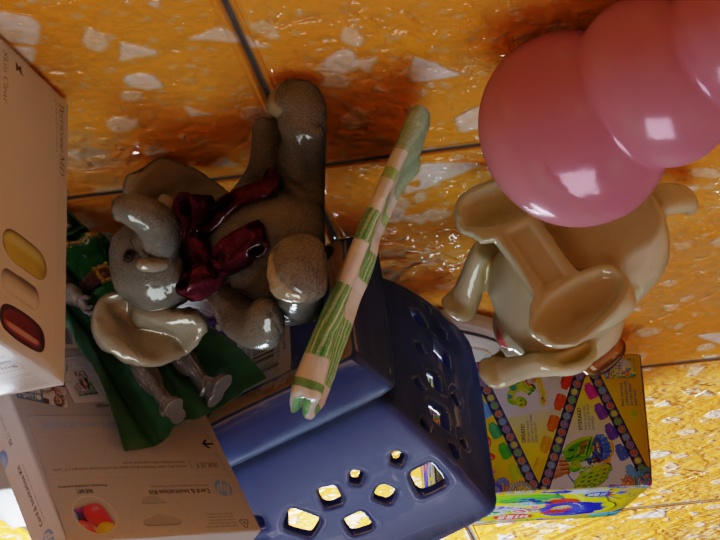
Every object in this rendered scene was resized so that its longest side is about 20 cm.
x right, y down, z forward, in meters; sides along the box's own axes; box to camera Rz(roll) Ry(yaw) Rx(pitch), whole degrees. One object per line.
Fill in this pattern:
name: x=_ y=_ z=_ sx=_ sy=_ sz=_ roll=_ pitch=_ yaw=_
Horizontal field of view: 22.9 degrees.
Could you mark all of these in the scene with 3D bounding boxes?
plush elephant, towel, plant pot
plush elephant: x=-0.101 y=-0.018 z=1.179 sx=0.155 sy=0.165 sz=0.200 roll=0 pitch=154 yaw=-2
towel: x=0.000 y=0.000 z=1.179 sx=0.023 sy=0.200 sz=0.153 roll=23 pitch=170 yaw=2
plant pot: x=-0.027 y=0.105 z=1.376 sx=0.200 sy=0.200 sz=0.180 roll=-26 pitch=127 yaw=15

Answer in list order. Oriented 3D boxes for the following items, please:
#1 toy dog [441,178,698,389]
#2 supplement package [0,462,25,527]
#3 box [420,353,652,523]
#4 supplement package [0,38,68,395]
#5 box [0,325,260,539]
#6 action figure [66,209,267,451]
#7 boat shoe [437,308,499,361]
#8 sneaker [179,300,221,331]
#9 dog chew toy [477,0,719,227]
toy dog: x=0.153 y=0.006 z=1.346 sx=0.194 sy=0.140 sz=0.200 roll=-37 pitch=161 yaw=-17
supplement package: x=-0.242 y=0.150 z=1.599 sx=0.200 sy=0.121 sz=0.120 roll=-8 pitch=156 yaw=9
box: x=0.155 y=0.160 z=1.654 sx=0.193 sy=0.122 sz=0.200 roll=-2 pitch=165 yaw=-1
supplement package: x=-0.272 y=-0.026 z=1.091 sx=0.156 sy=0.200 sz=0.111 roll=-11 pitch=156 yaw=15
box: x=-0.176 y=0.116 z=1.236 sx=0.156 sy=0.200 sz=0.041 roll=3 pitch=133 yaw=-40
action figure: x=-0.170 y=0.026 z=1.263 sx=0.118 sy=0.200 sz=0.055 roll=-24 pitch=148 yaw=-33
boat shoe: x=0.027 y=0.076 z=1.535 sx=0.200 sy=0.067 sz=0.074 roll=1 pitch=156 yaw=-10
sneaker: x=-0.129 y=0.000 z=1.335 sx=0.200 sy=0.081 sz=0.088 roll=-14 pitch=147 yaw=25
dog chew toy: x=0.169 y=-0.109 z=1.078 sx=0.200 sy=0.125 sz=0.125 roll=-31 pitch=146 yaw=32
